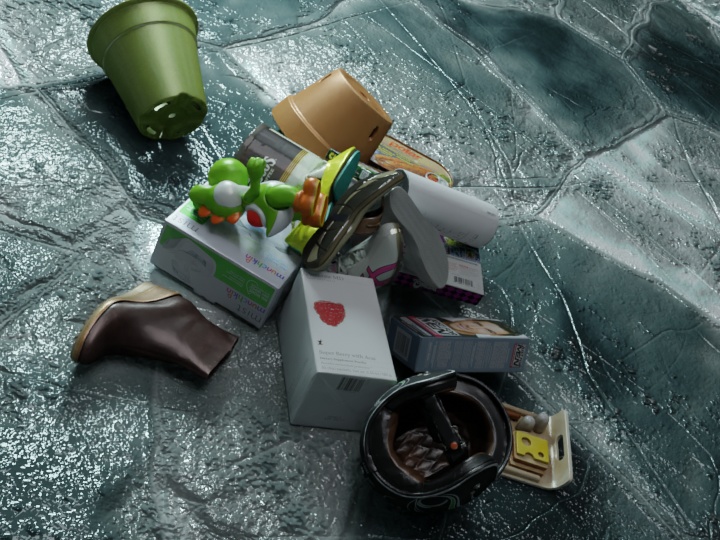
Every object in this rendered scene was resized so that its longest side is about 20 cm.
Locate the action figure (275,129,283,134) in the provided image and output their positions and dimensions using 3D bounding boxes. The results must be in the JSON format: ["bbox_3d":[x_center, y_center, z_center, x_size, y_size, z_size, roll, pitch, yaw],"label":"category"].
[{"bbox_3d":[-0.100,-0.167,1.784,0.118,0.055,0.200,-17,60,-43],"label":"action figure"}]

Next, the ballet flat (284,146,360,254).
[{"bbox_3d":[-0.062,-0.114,1.551,0.067,0.067,0.200,17,66,10],"label":"ballet flat"}]

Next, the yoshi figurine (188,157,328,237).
[{"bbox_3d":[-0.150,-0.121,1.486,0.200,0.112,0.112,6,23,12],"label":"yoshi figurine"}]

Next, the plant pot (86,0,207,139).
[{"bbox_3d":[-0.349,-0.333,1.744,0.200,0.200,0.190,-6,62,-34],"label":"plant pot"}]

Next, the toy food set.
[{"bbox_3d":[0.222,0.235,1.517,0.200,0.060,0.144,19,39,-9],"label":"toy food set"}]

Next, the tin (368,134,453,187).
[{"bbox_3d":[0.081,-0.196,1.934,0.200,0.042,0.112,29,43,2],"label":"tin"}]

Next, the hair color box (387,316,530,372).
[{"bbox_3d":[0.152,0.115,1.580,0.200,0.061,0.099,3,15,-27],"label":"hair color box"}]

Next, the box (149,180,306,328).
[{"bbox_3d":[-0.188,-0.033,1.554,0.200,0.097,0.176,32,37,4],"label":"box"}]

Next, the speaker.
[{"bbox_3d":[0.130,-0.101,1.668,0.200,0.081,0.081,17,38,-33],"label":"speaker"}]

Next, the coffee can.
[{"bbox_3d":[-0.110,-0.129,1.662,0.200,0.146,0.146,30,39,4],"label":"coffee can"}]

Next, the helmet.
[{"bbox_3d":[0.100,0.228,1.350,0.200,0.200,0.191,42,2,18],"label":"helmet"}]

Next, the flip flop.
[{"bbox_3d":[-0.006,-0.070,1.489,0.058,0.081,0.200,46,72,-27],"label":"flip flop"}]

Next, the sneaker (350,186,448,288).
[{"bbox_3d":[0.054,-0.047,1.605,0.200,0.116,0.074,56,44,-31],"label":"sneaker"}]

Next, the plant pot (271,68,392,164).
[{"bbox_3d":[-0.039,-0.262,1.793,0.200,0.140,0.200,43,13,-13],"label":"plant pot"}]

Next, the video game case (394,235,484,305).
[{"bbox_3d":[0.107,-0.038,1.712,0.200,0.036,0.181,15,43,-16],"label":"video game case"}]

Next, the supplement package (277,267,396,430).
[{"bbox_3d":[-0.039,0.112,1.456,0.121,0.120,0.200,8,42,-21],"label":"supplement package"}]

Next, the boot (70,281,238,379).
[{"bbox_3d":[-0.275,0.098,1.374,0.166,0.072,0.200,31,35,8],"label":"boot"}]

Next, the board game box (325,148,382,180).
[{"bbox_3d":[0.036,-0.155,1.727,0.105,0.023,0.200,37,13,34],"label":"board game box"}]

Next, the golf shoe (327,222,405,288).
[{"bbox_3d":[0.000,0.000,1.540,0.092,0.200,0.073,5,49,-27],"label":"golf shoe"}]
